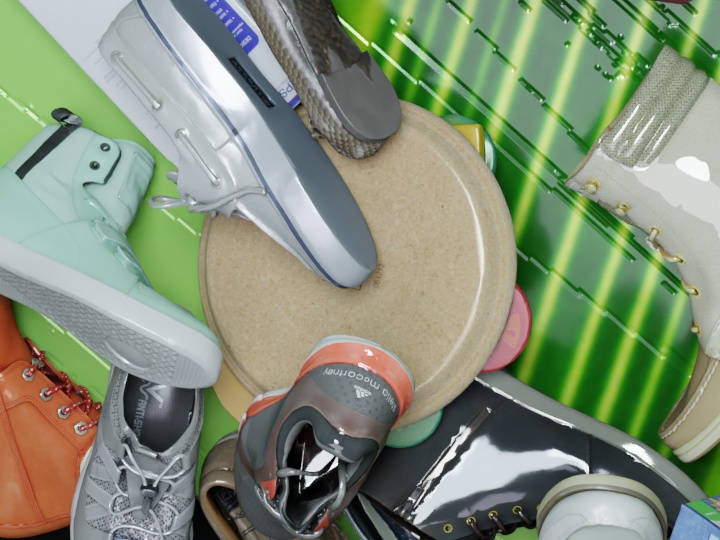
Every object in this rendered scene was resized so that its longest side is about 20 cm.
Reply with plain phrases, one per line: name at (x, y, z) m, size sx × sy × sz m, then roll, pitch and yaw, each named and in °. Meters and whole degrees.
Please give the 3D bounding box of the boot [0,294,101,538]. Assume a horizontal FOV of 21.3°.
boot at (-0.204, 0.072, 1.176) m, size 0.106 × 0.075 × 0.202 m, roll -2°, pitch 114°, yaw 6°

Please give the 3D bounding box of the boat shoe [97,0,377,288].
boat shoe at (-0.078, -0.059, 1.051) m, size 0.086 × 0.075 × 0.202 m, roll -39°, pitch 88°, yaw 19°

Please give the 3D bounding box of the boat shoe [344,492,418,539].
boat shoe at (0.010, 0.112, 1.145) m, size 0.072 × 0.062 × 0.201 m, roll -27°, pitch 101°, yaw 20°

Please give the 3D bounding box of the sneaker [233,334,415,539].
sneaker at (-0.036, 0.110, 1.046) m, size 0.077 × 0.082 × 0.200 m, roll 26°, pitch 144°, yaw -2°

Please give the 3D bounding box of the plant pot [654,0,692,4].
plant pot at (0.103, -0.221, 0.958) m, size 0.178 × 0.200 × 0.201 m, roll 17°, pitch 112°, yaw -11°

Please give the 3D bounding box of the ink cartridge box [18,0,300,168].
ink cartridge box at (-0.122, -0.150, 1.098) m, size 0.099 × 0.039 × 0.200 m, roll -40°, pitch 95°, yaw 19°

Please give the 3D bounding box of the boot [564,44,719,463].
boot at (0.179, -0.008, 1.066) m, size 0.154 × 0.072 × 0.201 m, roll 29°, pitch 106°, yaw 0°

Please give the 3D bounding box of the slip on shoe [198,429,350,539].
slip on shoe at (-0.029, 0.188, 1.179) m, size 0.076 × 0.061 × 0.201 m, roll -31°, pitch 100°, yaw 19°

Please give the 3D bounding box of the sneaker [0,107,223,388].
sneaker at (-0.136, -0.019, 1.088) m, size 0.200 × 0.118 × 0.074 m, roll 29°, pitch 155°, yaw 24°

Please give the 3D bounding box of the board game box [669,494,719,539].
board game box at (0.205, 0.219, 1.106) m, size 0.034 × 0.135 × 0.201 m, roll 33°, pitch 117°, yaw 39°

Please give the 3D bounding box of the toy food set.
toy food set at (0.000, 0.000, 1.092) m, size 0.196 × 0.049 × 0.202 m, roll -2°, pitch 87°, yaw 19°

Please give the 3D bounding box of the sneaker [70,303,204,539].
sneaker at (-0.131, 0.118, 1.123) m, size 0.074 × 0.082 × 0.202 m, roll 4°, pitch 88°, yaw -7°

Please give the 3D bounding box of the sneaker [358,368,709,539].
sneaker at (0.102, 0.134, 1.106) m, size 0.199 × 0.075 × 0.107 m, roll 27°, pitch 77°, yaw 11°

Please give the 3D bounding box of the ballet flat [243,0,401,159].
ballet flat at (-0.042, -0.150, 1.057) m, size 0.046 × 0.067 × 0.201 m, roll -34°, pitch 83°, yaw 52°

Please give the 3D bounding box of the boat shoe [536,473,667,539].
boat shoe at (0.125, 0.183, 1.055) m, size 0.074 × 0.069 × 0.201 m, roll 7°, pitch 145°, yaw 4°
